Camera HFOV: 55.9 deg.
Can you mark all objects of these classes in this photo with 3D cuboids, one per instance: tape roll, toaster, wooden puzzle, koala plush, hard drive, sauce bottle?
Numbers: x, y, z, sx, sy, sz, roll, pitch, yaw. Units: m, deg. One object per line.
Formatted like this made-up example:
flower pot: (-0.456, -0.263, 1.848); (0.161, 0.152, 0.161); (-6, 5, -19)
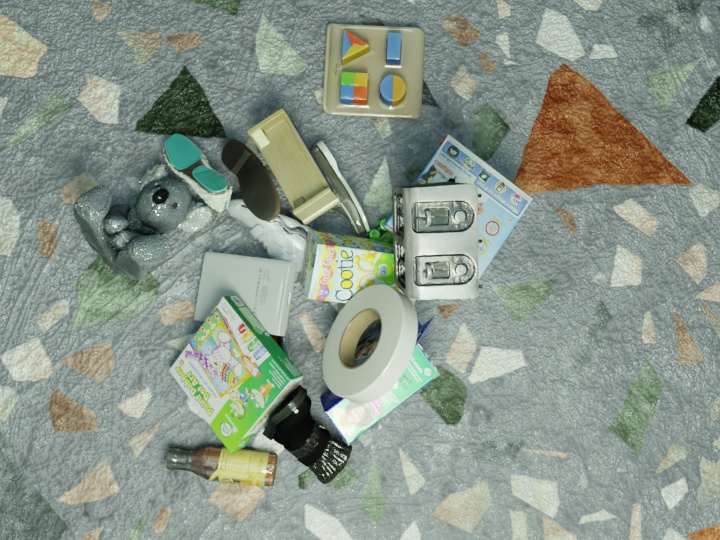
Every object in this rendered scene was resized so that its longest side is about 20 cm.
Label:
tape roll: (0.012, 0.119, 1.129); (0.037, 0.202, 0.204); (29, 83, -32)
toaster: (0.121, -0.056, 1.114); (0.118, 0.200, 0.182); (-2, 99, -5)
wooden puzzle: (0.028, -0.398, 1.342); (0.198, 0.046, 0.187); (3, 85, -4)
koala plush: (-0.390, -0.097, 1.250); (0.177, 0.184, 0.200); (38, 63, 0)
hard drive: (-0.214, 0.040, 1.247); (0.199, 0.027, 0.133); (7, 85, 29)
sauce bottle: (-0.254, 0.357, 1.252); (0.198, 0.066, 0.067); (7, 85, -1)

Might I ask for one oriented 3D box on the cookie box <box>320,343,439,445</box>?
cookie box: (0.030, 0.210, 1.229); (0.200, 0.171, 0.075); (-37, 92, -6)

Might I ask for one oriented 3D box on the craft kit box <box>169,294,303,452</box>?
craft kit box: (-0.226, 0.183, 1.211); (0.200, 0.048, 0.198); (46, 115, 18)

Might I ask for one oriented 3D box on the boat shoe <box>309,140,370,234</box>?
boat shoe: (-0.049, -0.151, 1.305); (0.060, 0.072, 0.203); (-30, 82, -4)

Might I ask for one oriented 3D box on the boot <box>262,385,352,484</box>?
boot: (-0.084, 0.294, 1.206); (0.157, 0.211, 0.080); (38, 62, 5)

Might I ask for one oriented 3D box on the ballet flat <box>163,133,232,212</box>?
ballet flat: (-0.310, -0.178, 1.282); (0.072, 0.072, 0.200); (-40, 61, -6)

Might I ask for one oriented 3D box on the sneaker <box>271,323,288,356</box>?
sneaker: (-0.178, 0.172, 1.243); (0.079, 0.095, 0.202); (11, 83, -39)

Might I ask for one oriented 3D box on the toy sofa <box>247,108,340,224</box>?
toy sofa: (-0.120, -0.190, 1.262); (0.083, 0.098, 0.201); (-32, 74, 5)

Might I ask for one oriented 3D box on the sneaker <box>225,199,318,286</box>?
sneaker: (-0.176, -0.053, 1.284); (0.199, 0.075, 0.116); (24, 82, -4)

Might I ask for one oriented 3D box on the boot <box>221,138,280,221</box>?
boot: (-0.185, -0.163, 1.257); (0.074, 0.075, 0.201); (-44, 56, 17)

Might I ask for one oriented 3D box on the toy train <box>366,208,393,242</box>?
toy train: (0.049, -0.070, 1.321); (0.200, 0.042, 0.056); (-44, 100, -6)

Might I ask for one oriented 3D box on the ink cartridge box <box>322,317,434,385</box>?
ink cartridge box: (0.031, 0.139, 1.209); (0.199, 0.119, 0.042); (-30, 98, 37)

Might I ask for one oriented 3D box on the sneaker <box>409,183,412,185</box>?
sneaker: (0.172, -0.112, 1.291); (0.199, 0.076, 0.116); (19, 95, -16)

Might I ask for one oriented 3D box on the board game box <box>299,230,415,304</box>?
board game box: (0.000, 0.000, 1.244); (0.198, 0.103, 0.106); (7, 105, -16)

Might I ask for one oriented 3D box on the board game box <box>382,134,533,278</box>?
board game box: (0.176, -0.106, 1.235); (0.199, 0.056, 0.196); (36, 87, -7)
